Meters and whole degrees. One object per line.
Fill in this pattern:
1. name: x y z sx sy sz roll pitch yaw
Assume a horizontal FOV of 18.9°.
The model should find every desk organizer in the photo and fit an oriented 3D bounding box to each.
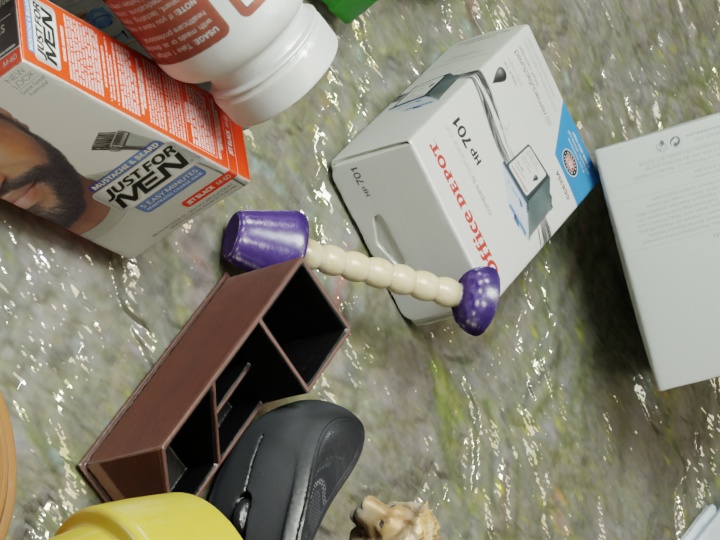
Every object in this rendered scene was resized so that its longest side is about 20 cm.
1. desk organizer: -0.091 0.082 1.417 0.072 0.077 0.200 55 44 -21

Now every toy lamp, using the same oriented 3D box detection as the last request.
1. toy lamp: 0.000 0.000 1.521 0.198 0.058 0.059 16 65 -19

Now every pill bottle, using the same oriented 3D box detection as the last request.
1. pill bottle: -0.104 -0.188 1.305 0.200 0.112 0.113 50 46 -26

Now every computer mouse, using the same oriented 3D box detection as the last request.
1. computer mouse: -0.057 0.144 1.410 0.053 0.138 0.201 57 34 -25

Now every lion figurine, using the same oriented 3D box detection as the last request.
1. lion figurine: -0.012 0.247 1.423 0.072 0.122 0.202 36 54 -36

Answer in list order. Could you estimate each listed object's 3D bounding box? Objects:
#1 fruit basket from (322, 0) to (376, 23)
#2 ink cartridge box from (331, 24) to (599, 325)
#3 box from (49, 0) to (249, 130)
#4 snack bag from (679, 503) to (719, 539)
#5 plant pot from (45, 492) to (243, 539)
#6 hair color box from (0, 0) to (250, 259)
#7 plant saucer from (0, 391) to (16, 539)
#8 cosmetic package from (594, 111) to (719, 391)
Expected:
1. fruit basket: 0.032 -0.287 1.631 0.214 0.155 0.218 11 67 -28
2. ink cartridge box: 0.084 -0.075 1.658 0.200 0.085 0.147 -47 116 -46
3. box: -0.139 -0.191 1.425 0.200 0.101 0.113 52 46 -25
4. snack bag: 0.341 0.285 1.892 0.200 0.021 0.190 -38 108 -47
5. plant pot: -0.169 0.236 1.210 0.187 0.200 0.203 -5 82 -33
6. hair color box: -0.174 -0.087 1.330 0.199 0.110 0.064 28 41 -44
7. plant saucer: -0.275 0.105 1.236 0.199 0.032 0.202 19 65 -45
8. cosmetic package: 0.276 -0.019 1.776 0.199 0.122 0.202 -17 91 -80
